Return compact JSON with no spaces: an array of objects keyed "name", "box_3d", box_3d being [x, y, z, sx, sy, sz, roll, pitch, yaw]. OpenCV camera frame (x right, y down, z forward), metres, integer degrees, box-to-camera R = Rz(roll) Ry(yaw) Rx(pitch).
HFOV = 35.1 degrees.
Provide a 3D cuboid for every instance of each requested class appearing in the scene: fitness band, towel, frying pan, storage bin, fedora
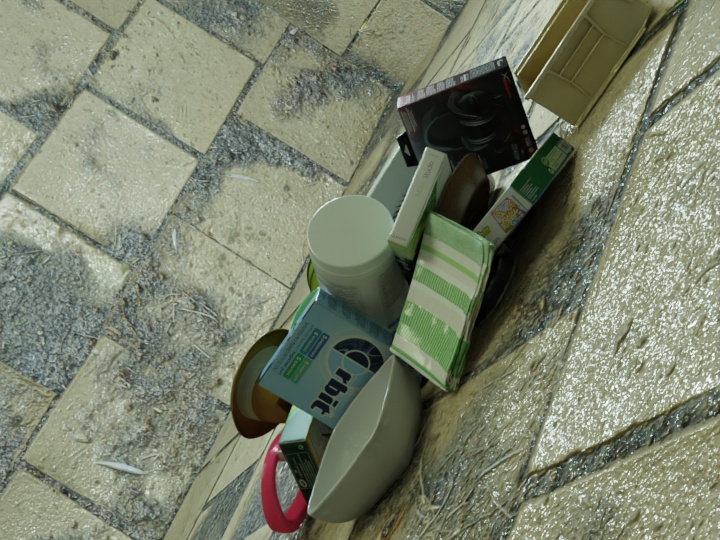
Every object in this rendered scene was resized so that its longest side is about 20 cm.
[{"name":"fitness band","box_3d":[-0.106,0.325,1.797,0.200,0.037,0.145,-48,-47,-65]},{"name":"towel","box_3d":[0.104,0.039,1.491,0.152,0.023,0.202,32,111,54]},{"name":"frying pan","box_3d":[0.193,-0.010,1.548,0.192,0.031,0.115,-62,8,3]},{"name":"storage bin","box_3d":[0.325,-0.332,1.684,0.200,0.093,0.200,-57,8,17]},{"name":"fedora","box_3d":[-0.128,0.193,1.858,0.200,0.081,0.203,-31,-52,-49]}]

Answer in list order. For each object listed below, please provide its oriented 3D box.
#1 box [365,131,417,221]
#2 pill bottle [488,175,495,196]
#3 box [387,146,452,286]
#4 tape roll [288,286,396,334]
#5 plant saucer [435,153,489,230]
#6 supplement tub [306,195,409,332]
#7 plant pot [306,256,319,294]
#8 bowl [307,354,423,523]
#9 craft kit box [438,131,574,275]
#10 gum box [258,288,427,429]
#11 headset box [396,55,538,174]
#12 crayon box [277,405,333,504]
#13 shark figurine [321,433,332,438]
[{"name":"box","box_3d":[0.058,-0.136,1.863,0.201,0.068,0.082,-58,4,23]},{"name":"pill bottle","box_3d":[0.132,-0.085,1.882,0.201,0.113,0.114,-61,8,-14]},{"name":"box","box_3d":[0.094,-0.068,1.616,0.146,0.036,0.200,-67,-19,-13]},{"name":"tape roll","box_3d":[-0.013,0.104,1.767,0.202,0.199,0.048,-61,-28,-20]},{"name":"plant saucer","box_3d":[0.146,-0.069,1.659,0.202,0.036,0.201,90,-154,-50]},{"name":"supplement tub","box_3d":[0.000,0.000,1.668,0.201,0.131,0.133,77,-145,-54]},{"name":"plant pot","box_3d":[0.005,0.060,1.929,0.201,0.199,0.194,-54,20,28]},{"name":"bowl","box_3d":[0.014,0.240,1.547,0.201,0.074,0.200,-53,10,33]},{"name":"craft kit box","box_3d":[0.195,-0.074,1.550,0.198,0.048,0.200,-57,-6,36]},{"name":"gum box","box_3d":[-0.021,0.146,1.654,0.171,0.199,0.045,-54,9,26]},{"name":"headset box","box_3d":[0.155,-0.217,1.737,0.198,0.150,0.077,-19,19,10]},{"name":"crayon box","box_3d":[-0.063,0.251,1.794,0.051,0.127,0.201,-10,30,21]},{"name":"shark figurine","box_3d":[0.003,0.180,1.804,0.216,0.089,0.128,-59,7,-13]}]
